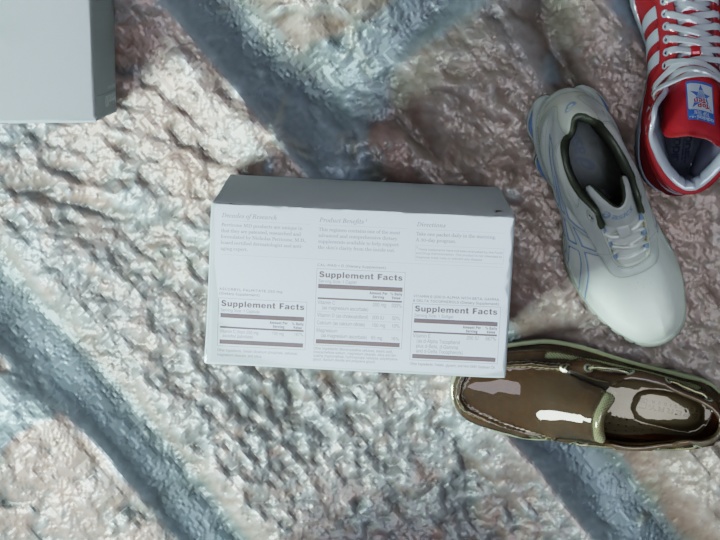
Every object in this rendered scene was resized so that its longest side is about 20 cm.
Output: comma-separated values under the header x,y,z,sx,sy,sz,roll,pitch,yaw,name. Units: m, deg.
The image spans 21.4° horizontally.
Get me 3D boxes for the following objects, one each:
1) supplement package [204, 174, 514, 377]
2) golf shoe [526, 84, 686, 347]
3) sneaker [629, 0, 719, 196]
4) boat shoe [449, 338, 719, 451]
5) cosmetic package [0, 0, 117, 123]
x,y,z,sx,sy,sz,roll,pitch,yaw,name
0.000,0.000,1.311,0.199,0.156,0.111,3,100,0,supplement package
0.174,-0.031,1.336,0.078,0.097,0.201,-27,99,2,golf shoe
0.224,-0.148,1.309,0.071,0.112,0.201,-1,99,0,sneaker
0.165,0.092,1.365,0.201,0.075,0.075,3,99,0,boat shoe
-0.215,-0.201,1.308,0.090,0.107,0.201,-3,100,1,cosmetic package
